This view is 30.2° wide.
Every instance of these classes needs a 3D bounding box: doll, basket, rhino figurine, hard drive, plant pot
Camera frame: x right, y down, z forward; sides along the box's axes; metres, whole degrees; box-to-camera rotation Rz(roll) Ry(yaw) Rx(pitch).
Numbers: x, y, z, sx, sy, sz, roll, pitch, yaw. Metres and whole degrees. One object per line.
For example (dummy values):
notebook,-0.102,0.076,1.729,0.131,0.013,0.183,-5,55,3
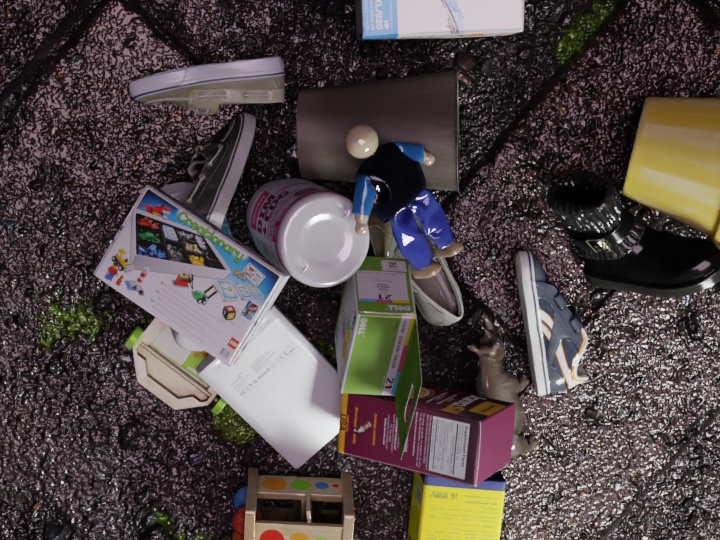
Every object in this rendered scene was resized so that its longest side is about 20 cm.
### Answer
doll,0.042,-0.085,1.570,0.136,0.048,0.201,-42,115,-20
basket,0.024,-0.174,1.671,0.198,0.181,0.137,0,130,5
rhino figurine,0.182,0.155,1.748,0.059,0.087,0.201,-7,100,29
hard drive,-0.100,0.152,1.739,0.132,0.026,0.200,-41,116,3
plant pot,0.437,-0.136,1.686,0.188,0.201,0.202,14,98,11

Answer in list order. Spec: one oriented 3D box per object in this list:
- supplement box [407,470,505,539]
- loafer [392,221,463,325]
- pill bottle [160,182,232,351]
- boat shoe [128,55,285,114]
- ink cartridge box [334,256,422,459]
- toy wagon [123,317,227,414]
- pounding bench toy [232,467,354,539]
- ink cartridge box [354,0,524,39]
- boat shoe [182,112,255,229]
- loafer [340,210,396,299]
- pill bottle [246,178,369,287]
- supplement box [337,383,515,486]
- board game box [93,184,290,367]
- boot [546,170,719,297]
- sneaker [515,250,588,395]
supplement box,0.122,0.356,1.770,0.108,0.110,0.202,6,97,-4
loafer,0.075,-0.019,1.725,0.070,0.070,0.201,-37,102,-20
pill bottle,-0.206,-0.009,1.666,0.110,0.111,0.201,-22,66,0
boat shoe,-0.190,-0.228,1.683,0.199,0.072,0.062,-9,97,-5
ink cartridge box,0.020,0.103,1.606,0.075,0.201,0.148,4,134,-9
toy wagon,-0.205,0.086,1.745,0.155,0.040,0.200,38,94,-8
pounding bench toy,-0.094,0.378,1.750,0.155,0.124,0.201,3,108,-4
ink cartridge box,0.094,-0.360,1.643,0.198,0.147,0.146,-3,99,-3
boat shoe,-0.178,-0.129,1.649,0.063,0.201,0.071,22,138,-9
loafer,0.000,0.000,1.700,0.075,0.070,0.201,24,124,30
pill bottle,-0.072,-0.053,1.643,0.113,0.200,0.114,-4,102,-19
supplement box,0.084,0.201,1.699,0.199,0.110,0.086,9,102,28
board game box,-0.198,0.005,1.563,0.199,0.035,0.127,34,96,8
boot,0.345,-0.048,1.671,0.210,0.080,0.158,0,132,37
sneaker,0.253,0.063,1.752,0.079,0.079,0.201,-11,110,3
